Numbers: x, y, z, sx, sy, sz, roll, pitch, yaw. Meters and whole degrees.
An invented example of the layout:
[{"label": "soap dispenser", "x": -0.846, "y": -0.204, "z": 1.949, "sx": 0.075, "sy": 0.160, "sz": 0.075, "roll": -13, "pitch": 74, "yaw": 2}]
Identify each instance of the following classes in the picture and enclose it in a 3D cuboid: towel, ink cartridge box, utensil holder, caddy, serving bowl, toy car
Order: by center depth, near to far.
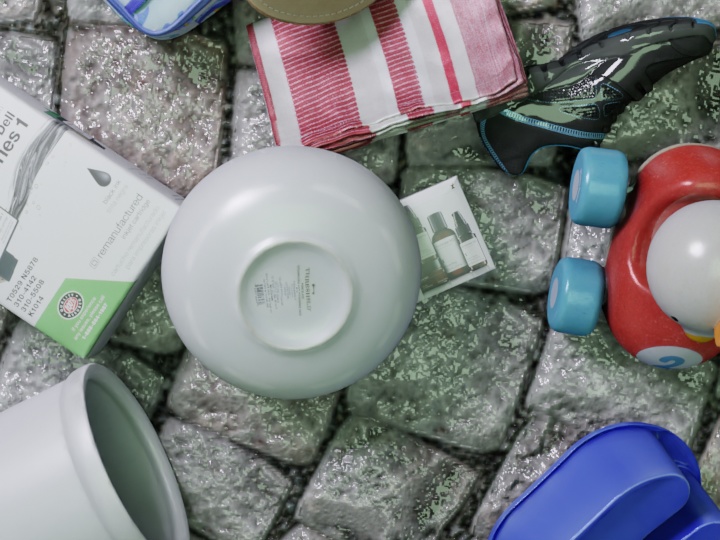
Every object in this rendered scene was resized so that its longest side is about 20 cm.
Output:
[{"label": "toy car", "x": 0.248, "y": 0.009, "z": 0.959, "sx": 0.184, "sy": 0.200, "sz": 0.177, "roll": 9, "pitch": 107, "yaw": -1}, {"label": "serving bowl", "x": -0.051, "y": 0.010, "z": 0.983, "sx": 0.200, "sy": 0.066, "sz": 0.200, "roll": -1, "pitch": 106, "yaw": -4}, {"label": "utensil holder", "x": -0.257, "y": 0.190, "z": 1.009, "sx": 0.200, "sy": 0.170, "sz": 0.170, "roll": -26, "pitch": 92, "yaw": 5}, {"label": "towel", "x": 0.017, "y": -0.169, "z": 1.024, "sx": 0.200, "sy": 0.023, "sz": 0.144, "roll": -17, "pitch": 62, "yaw": 3}, {"label": "caddy", "x": 0.191, "y": 0.212, "z": 1.032, "sx": 0.200, "sy": 0.105, "sz": 0.141, "roll": -44, "pitch": 113, "yaw": 2}, {"label": "ink cartridge box", "x": -0.255, "y": -0.046, "z": 1.036, "sx": 0.200, "sy": 0.084, "sz": 0.146, "roll": 33, "pitch": 92, "yaw": -1}]

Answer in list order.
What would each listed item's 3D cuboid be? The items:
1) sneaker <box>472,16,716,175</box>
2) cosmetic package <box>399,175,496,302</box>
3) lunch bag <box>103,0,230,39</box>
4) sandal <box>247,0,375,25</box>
[{"label": "sneaker", "x": 0.187, "y": -0.142, "z": 1.037, "sx": 0.200, "sy": 0.073, "sz": 0.082, "roll": -20, "pitch": 101, "yaw": 11}, {"label": "cosmetic package", "x": 0.000, "y": 0.000, "z": 1.050, "sx": 0.200, "sy": 0.051, "sz": 0.083, "roll": -24, "pitch": 91, "yaw": 2}, {"label": "lunch bag", "x": -0.135, "y": -0.288, "z": 1.026, "sx": 0.200, "sy": 0.082, "sz": 0.161, "roll": -39, "pitch": 94, "yaw": 4}, {"label": "sandal", "x": -0.007, "y": -0.243, "z": 1.036, "sx": 0.212, "sy": 0.070, "sz": 0.078, "roll": -29, "pitch": 99, "yaw": -21}]
